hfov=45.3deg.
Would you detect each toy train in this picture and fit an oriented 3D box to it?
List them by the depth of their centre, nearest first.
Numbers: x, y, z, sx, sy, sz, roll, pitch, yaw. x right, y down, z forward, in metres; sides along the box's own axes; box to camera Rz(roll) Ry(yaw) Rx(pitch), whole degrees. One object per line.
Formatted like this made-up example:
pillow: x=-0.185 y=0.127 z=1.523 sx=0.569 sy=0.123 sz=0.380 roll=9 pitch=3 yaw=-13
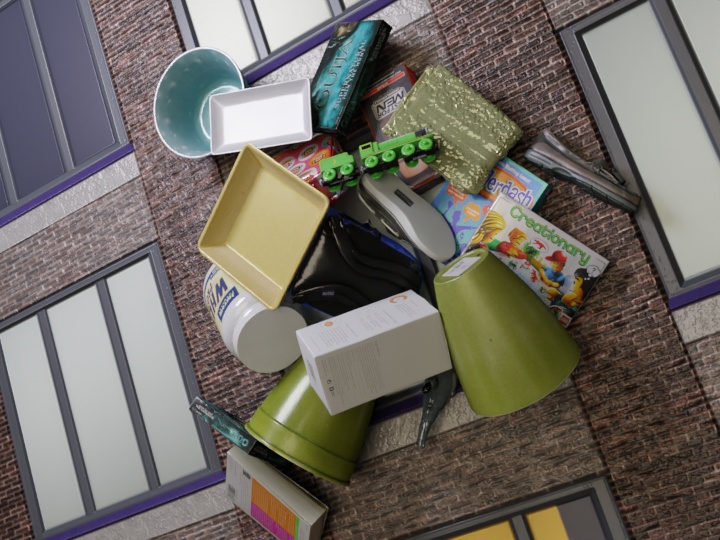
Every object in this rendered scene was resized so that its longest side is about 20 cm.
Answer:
toy train: x=0.028 y=-0.177 z=1.363 sx=0.197 sy=0.042 sz=0.057 roll=-17 pitch=53 yaw=6

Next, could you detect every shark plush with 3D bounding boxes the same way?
shark plush: x=0.113 y=0.180 z=1.398 sx=0.090 sy=0.083 sz=0.202 roll=28 pitch=97 yaw=23

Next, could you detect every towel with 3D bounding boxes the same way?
towel: x=0.147 y=-0.227 z=1.385 sx=0.199 sy=0.036 sz=0.149 roll=39 pitch=89 yaw=17

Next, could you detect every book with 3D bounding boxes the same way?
book: x=-0.153 y=0.403 z=1.490 sx=0.199 sy=0.048 sz=0.135 roll=33 pitch=135 yaw=22

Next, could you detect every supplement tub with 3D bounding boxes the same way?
supplement tub: x=-0.178 y=0.068 z=1.462 sx=0.146 sy=0.144 sz=0.200 roll=-56 pitch=34 yaw=10

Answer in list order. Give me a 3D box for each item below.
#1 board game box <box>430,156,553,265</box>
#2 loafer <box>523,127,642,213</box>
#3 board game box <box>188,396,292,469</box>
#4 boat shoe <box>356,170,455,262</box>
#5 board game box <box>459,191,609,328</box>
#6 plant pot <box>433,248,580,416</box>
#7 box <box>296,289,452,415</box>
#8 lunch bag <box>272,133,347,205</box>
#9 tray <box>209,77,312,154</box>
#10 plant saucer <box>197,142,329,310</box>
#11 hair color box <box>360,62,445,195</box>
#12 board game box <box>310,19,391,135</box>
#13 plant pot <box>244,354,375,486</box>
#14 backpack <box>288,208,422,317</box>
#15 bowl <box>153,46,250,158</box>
board game box: x=0.194 y=-0.092 z=1.405 sx=0.151 sy=0.045 sz=0.201 roll=36 pitch=100 yaw=22
loafer: x=0.348 y=-0.158 z=1.331 sx=0.199 sy=0.072 sz=0.063 roll=32 pitch=93 yaw=25
board game box: x=-0.197 y=0.280 z=1.467 sx=0.134 sy=0.200 sz=0.028 roll=30 pitch=80 yaw=23
boat shoe: x=0.073 y=-0.086 z=1.404 sx=0.200 sy=0.070 sz=0.064 roll=48 pitch=144 yaw=9
board game box: x=0.267 y=-0.016 z=1.340 sx=0.199 sy=0.035 sz=0.127 roll=32 pitch=99 yaw=4
plant pot: x=0.194 y=0.077 z=1.274 sx=0.186 sy=0.187 sz=0.201 roll=-28 pitch=104 yaw=19
box: x=0.019 y=0.119 z=1.300 sx=0.197 sy=0.124 sz=0.099 roll=-19 pitch=109 yaw=-12
lunch bag: x=-0.113 y=-0.140 z=1.477 sx=0.198 sy=0.177 sz=0.082 roll=-26 pitch=119 yaw=18
tray: x=-0.169 y=-0.261 z=1.481 sx=0.197 sy=0.022 sz=0.109 roll=-5 pitch=85 yaw=22
plant saucer: x=-0.148 y=-0.070 z=1.381 sx=0.199 sy=0.048 sz=0.202 roll=36 pitch=105 yaw=29
hair color box: x=0.078 y=-0.234 z=1.459 sx=0.101 sy=0.061 sz=0.202 roll=-28 pitch=76 yaw=19
board game box: x=-0.033 y=-0.331 z=1.478 sx=0.134 sy=0.028 sz=0.202 roll=15 pitch=81 yaw=51
plant pot: x=-0.060 y=0.218 z=1.426 sx=0.199 sy=0.200 sz=0.195 roll=26 pitch=85 yaw=23
backpack: x=0.000 y=0.000 z=1.423 sx=0.198 sy=0.168 sz=0.164 roll=26 pitch=101 yaw=-9
bowl: x=-0.273 y=-0.298 z=1.597 sx=0.198 sy=0.105 sz=0.204 roll=-2 pitch=84 yaw=23
